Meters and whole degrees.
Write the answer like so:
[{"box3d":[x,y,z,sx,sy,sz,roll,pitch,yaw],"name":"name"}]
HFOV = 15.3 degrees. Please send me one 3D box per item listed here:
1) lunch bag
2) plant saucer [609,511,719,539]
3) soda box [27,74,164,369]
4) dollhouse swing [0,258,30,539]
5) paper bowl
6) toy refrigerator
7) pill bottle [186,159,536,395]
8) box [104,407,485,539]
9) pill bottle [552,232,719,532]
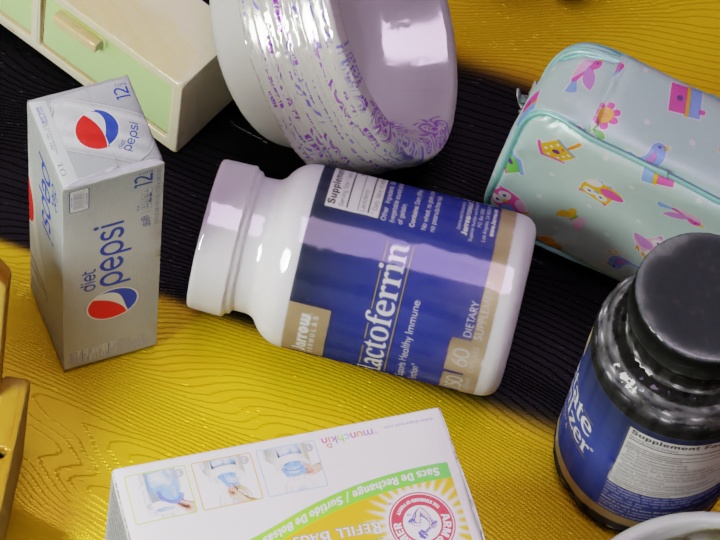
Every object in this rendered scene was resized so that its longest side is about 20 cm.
[{"box3d":[0.179,-0.052,1.677,0.199,0.161,0.077,26,63,2],"name":"lunch bag"},{"box3d":[0.207,0.240,1.558,0.199,0.050,0.201,3,58,-5],"name":"plant saucer"},{"box3d":[-0.158,-0.026,1.584,0.063,0.200,0.068,-16,61,-16],"name":"soda box"},{"box3d":[-0.295,0.090,1.509,0.199,0.176,0.183,10,57,-3],"name":"dollhouse swing"},{"box3d":[-0.023,-0.157,1.697,0.104,0.201,0.202,-11,54,24],"name":"paper bowl"},{"box3d":[-0.176,-0.170,1.747,0.200,0.076,0.070,37,61,14],"name":"toy refrigerator"},{"box3d":[0.000,0.000,1.642,0.199,0.116,0.116,13,57,2],"name":"pill bottle"},{"box3d":[-0.039,0.164,1.535,0.199,0.113,0.102,-10,60,-15],"name":"box"},{"box3d":[0.183,0.066,1.574,0.111,0.200,0.112,3,58,-5],"name":"pill bottle"}]
